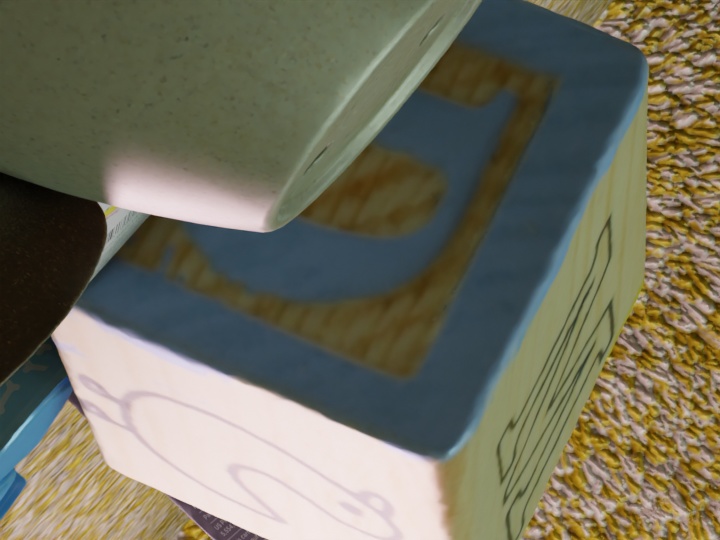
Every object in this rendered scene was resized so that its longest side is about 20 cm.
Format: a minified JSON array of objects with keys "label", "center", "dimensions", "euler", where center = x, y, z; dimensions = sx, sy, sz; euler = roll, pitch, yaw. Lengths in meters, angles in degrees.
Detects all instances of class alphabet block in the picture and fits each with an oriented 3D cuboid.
[{"label":"alphabet block","center":[0.000,0.000,1.174],"dimensions":[0.196,0.195,0.200],"euler":[-60,163,-20]}]

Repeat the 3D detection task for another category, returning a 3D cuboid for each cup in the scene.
[{"label":"cup","center":[-0.046,-0.093,0.747],"dimensions":[0.200,0.143,0.200],"euler":[-50,176,-5]}]

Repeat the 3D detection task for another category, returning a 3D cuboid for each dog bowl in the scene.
[{"label":"dog bowl","center":[-0.181,0.086,1.252],"dimensions":[0.200,0.050,0.111],"euler":[-53,176,39]}]

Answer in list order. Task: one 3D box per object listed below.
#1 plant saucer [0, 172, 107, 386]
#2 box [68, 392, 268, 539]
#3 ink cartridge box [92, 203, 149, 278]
[{"label":"plant saucer","center":[-0.164,0.021,0.764],"dimensions":[0.200,0.037,0.200],"euler":[-25,-158,11]},{"label":"box","center":[-0.041,0.041,1.385],"dimensions":[0.107,0.200,0.148],"euler":[-44,-176,43]},{"label":"ink cartridge box","center":[-0.081,-0.078,0.991],"dimensions":[0.116,0.067,0.200],"euler":[-49,177,-17]}]
